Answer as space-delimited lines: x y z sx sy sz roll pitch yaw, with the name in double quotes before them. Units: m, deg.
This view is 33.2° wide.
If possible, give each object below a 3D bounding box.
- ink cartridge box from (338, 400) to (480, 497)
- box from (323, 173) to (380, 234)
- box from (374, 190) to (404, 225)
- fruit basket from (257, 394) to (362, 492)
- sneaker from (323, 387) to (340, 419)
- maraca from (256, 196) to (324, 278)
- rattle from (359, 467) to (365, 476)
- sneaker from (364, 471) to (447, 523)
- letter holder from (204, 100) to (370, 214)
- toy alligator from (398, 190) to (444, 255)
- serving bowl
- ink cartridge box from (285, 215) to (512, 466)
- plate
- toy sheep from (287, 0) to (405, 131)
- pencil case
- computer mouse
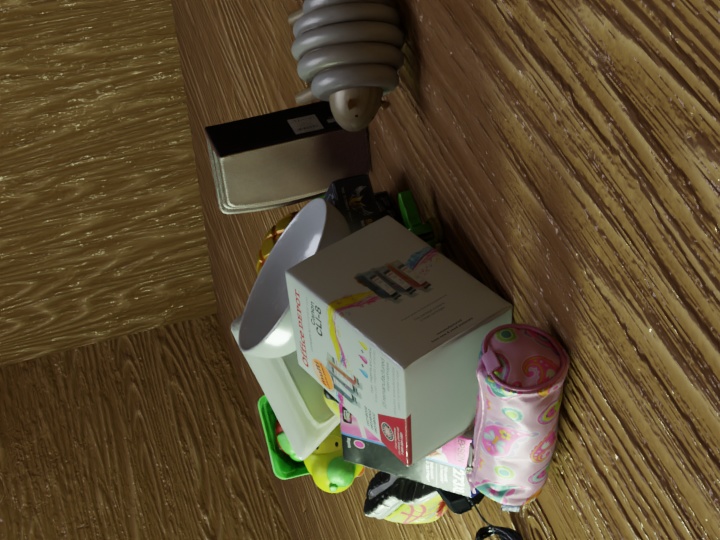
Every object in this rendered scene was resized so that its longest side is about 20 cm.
"ink cartridge box" 0.074 0.189 1.303 0.037 0.200 0.095 -59 -26 -46
"box" 0.000 0.000 1.493 0.158 0.048 0.200 123 133 -73
"box" 0.046 0.023 1.537 0.160 0.049 0.200 87 164 -46
"fruit basket" -0.046 0.245 1.827 0.216 0.215 0.156 175 81 -78
"sneaker" 0.011 0.183 1.524 0.200 0.090 0.078 30 -129 -45
"maraca" -0.076 -0.041 1.736 0.107 0.200 0.137 40 169 -35
"rattle" -0.039 0.255 2.137 0.200 0.130 0.143 51 -159 -45
"sneaker" 0.085 0.287 1.581 0.200 0.090 0.078 -37 33 58
"letter holder" -0.094 -0.133 1.635 0.101 0.200 0.142 -123 22 -56
"toy alligator" 0.073 0.009 1.368 0.054 0.059 0.200 -136 34 -68
"serving bowl" -0.065 0.018 1.402 0.200 0.066 0.200 -53 19 28
"ink cartridge box" 0.039 0.068 1.262 0.200 0.145 0.145 39 146 40
"plate" -0.054 0.105 1.541 0.032 0.200 0.200 -15 107 42
"toy sheep" -0.016 -0.252 1.323 0.138 0.138 0.200 166 95 -78
"pencil case" 0.144 0.141 1.138 0.200 0.087 0.087 91 161 -47
"computer mouse" 0.138 0.280 1.407 0.200 0.059 0.034 52 170 54
